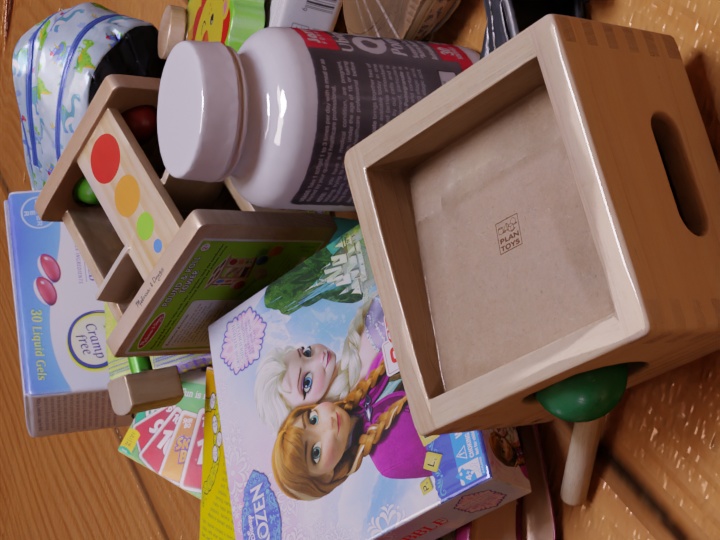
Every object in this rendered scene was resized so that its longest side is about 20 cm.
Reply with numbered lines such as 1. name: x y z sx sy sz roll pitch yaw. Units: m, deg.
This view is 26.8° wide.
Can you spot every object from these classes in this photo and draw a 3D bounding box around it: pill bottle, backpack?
1. pill bottle: -0.020 -0.092 0.938 0.110 0.198 0.112 -5 85 62
2. backpack: -0.233 -0.138 1.356 0.153 0.163 0.201 34 141 17

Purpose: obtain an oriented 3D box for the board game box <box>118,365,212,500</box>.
1. board game box: -0.103 0.071 1.166 0.095 0.030 0.201 22 78 34

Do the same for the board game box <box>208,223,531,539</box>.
1. board game box: -0.004 0.080 0.921 0.199 0.041 0.201 -34 52 31

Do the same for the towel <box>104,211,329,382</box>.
1. towel: -0.109 0.010 1.165 0.198 0.023 0.145 -19 57 18

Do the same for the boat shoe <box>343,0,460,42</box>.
1. boat shoe: 0.046 -0.194 0.977 0.200 0.062 0.074 -37 72 62

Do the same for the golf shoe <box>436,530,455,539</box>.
1. golf shoe: 0.045 0.157 0.964 0.097 0.078 0.202 2 98 50

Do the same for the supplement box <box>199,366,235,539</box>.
1. supplement box: -0.048 0.174 1.089 0.109 0.108 0.202 10 98 62

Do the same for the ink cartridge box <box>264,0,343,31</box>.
1. ink cartridge box: -0.045 -0.243 1.191 0.201 0.057 0.163 -89 16 -52

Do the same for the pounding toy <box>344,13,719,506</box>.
1. pounding toy: 0.104 0.008 0.776 0.184 0.141 0.202 -30 69 43

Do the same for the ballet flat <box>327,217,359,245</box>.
1. ballet flat: 0.000 0.000 1.048 0.199 0.066 0.068 4 107 57

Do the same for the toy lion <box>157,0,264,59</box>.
1. toy lion: -0.110 -0.213 1.227 0.192 0.068 0.202 -120 42 -60

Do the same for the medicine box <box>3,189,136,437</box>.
1. medicine box: -0.190 0.028 1.271 0.103 0.198 0.184 112 150 -64

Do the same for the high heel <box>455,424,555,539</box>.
1. high heel: 0.087 0.152 0.858 0.097 0.067 0.201 108 152 -46

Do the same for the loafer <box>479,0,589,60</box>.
1. loafer: 0.101 -0.161 0.848 0.070 0.068 0.203 8 101 56

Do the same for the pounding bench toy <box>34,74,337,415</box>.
1. pounding bench toy: -0.145 -0.017 1.053 0.200 0.124 0.156 -53 57 30
